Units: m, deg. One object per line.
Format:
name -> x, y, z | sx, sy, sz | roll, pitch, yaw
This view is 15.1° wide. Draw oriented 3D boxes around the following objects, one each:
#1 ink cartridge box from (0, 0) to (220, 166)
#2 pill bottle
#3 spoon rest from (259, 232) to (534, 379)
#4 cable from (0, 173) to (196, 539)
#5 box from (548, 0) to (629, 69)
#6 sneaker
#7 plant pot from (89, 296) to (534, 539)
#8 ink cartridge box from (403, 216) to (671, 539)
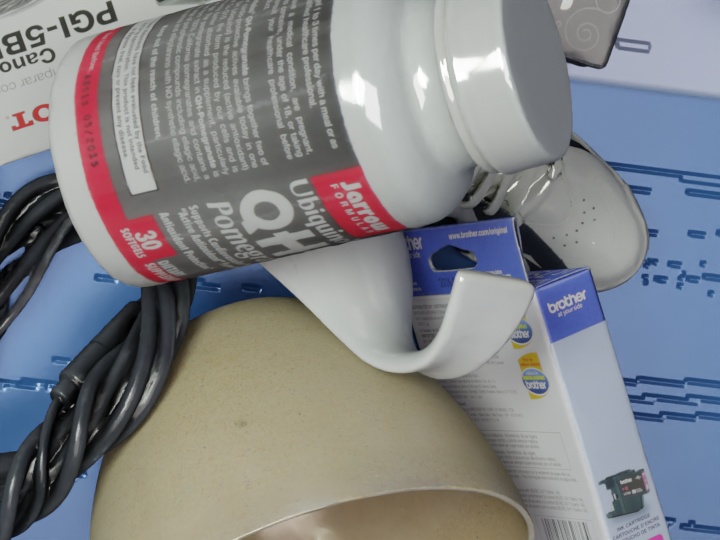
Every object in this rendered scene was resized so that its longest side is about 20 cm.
ink cartridge box -> -0.127, -0.164, 1.186 | 0.146, 0.083, 0.201 | -19, 124, -2
pill bottle -> -0.019, -0.065, 1.121 | 0.199, 0.111, 0.111 | -12, 97, 22
spoon rest -> 0.000, 0.000, 1.199 | 0.099, 0.200, 0.061 | 10, 102, -33
cable -> -0.147, 0.037, 1.212 | 0.200, 0.163, 0.051 | -46, 125, 1
box -> 0.082, -0.204, 1.226 | 0.122, 0.106, 0.201 | 19, 94, -4
sneaker -> 0.053, -0.053, 1.227 | 0.199, 0.130, 0.080 | 43, 92, -7
plant pot -> -0.038, 0.093, 1.223 | 0.199, 0.201, 0.135 | -21, 61, -2
ink cartridge box -> 0.080, 0.069, 1.246 | 0.042, 0.119, 0.201 | -23, 98, -27
